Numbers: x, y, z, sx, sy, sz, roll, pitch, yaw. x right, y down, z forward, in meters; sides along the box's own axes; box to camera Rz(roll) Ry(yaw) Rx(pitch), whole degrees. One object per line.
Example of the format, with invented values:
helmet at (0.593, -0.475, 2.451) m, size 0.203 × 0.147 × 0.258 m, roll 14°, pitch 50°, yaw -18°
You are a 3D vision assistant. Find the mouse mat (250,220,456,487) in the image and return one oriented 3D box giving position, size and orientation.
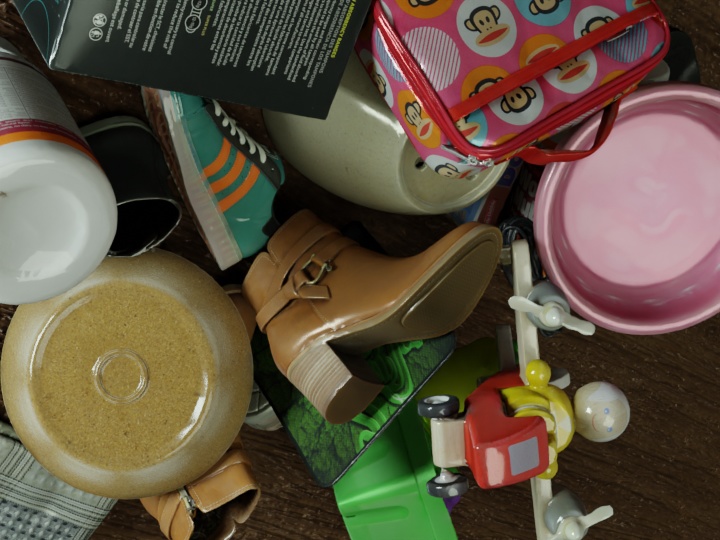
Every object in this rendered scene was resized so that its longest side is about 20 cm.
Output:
mouse mat at (-0.017, 0.062, 1.058) m, size 0.161 × 0.200 × 0.008 m, roll -49°, pitch 132°, yaw 8°

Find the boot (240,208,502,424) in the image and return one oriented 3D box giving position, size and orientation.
boot at (0.000, 0.000, 1.000) m, size 0.200 × 0.155 × 0.074 m, roll -43°, pitch 143°, yaw 6°

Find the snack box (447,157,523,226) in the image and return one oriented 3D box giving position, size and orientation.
snack box at (0.120, -0.130, 1.090) m, size 0.024 × 0.072 × 0.201 m, roll 7°, pitch 118°, yaw -33°

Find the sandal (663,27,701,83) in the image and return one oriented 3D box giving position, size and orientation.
sandal at (0.302, -0.134, 1.210) m, size 0.075 × 0.045 × 0.201 m, roll -33°, pitch 132°, yaw -6°

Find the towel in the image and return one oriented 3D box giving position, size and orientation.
towel at (-0.324, 0.220, 1.104) m, size 0.193 × 0.035 × 0.200 m, roll -49°, pitch 131°, yaw 9°

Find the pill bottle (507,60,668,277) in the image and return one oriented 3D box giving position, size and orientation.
pill bottle at (0.194, -0.091, 1.124) m, size 0.109 × 0.110 × 0.201 m, roll -6°, pitch 124°, yaw -26°

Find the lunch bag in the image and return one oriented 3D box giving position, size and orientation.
lunch bag at (0.109, -0.153, 0.902) m, size 0.199 × 0.177 × 0.082 m, roll -30°, pitch 176°, yaw -20°

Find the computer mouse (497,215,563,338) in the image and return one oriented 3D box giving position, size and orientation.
computer mouse at (0.207, -0.038, 1.057) m, size 0.199 × 0.044 × 0.110 m, roll -32°, pitch 112°, yaw 5°

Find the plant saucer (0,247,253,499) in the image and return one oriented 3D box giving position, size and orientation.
plant saucer at (-0.183, 0.081, 1.007) m, size 0.199 × 0.035 × 0.202 m, roll 0°, pitch 92°, yaw -2°

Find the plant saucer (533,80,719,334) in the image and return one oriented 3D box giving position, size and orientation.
plant saucer at (0.227, -0.051, 1.003) m, size 0.199 × 0.051 × 0.202 m, roll -3°, pitch 112°, yaw -8°

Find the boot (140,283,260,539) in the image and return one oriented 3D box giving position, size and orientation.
boot at (-0.123, 0.125, 1.070) m, size 0.076 × 0.155 × 0.200 m, roll 27°, pitch 106°, yaw -41°

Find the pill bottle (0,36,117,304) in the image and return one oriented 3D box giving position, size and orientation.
pill bottle at (-0.235, -0.075, 0.837) m, size 0.109 × 0.200 × 0.110 m, roll -15°, pitch 128°, yaw -20°

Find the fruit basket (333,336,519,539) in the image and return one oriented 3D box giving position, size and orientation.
fruit basket at (0.067, 0.143, 1.163) m, size 0.215 × 0.216 × 0.156 m, roll -27°, pitch 131°, yaw -11°

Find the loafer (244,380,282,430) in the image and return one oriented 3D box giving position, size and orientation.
loafer at (-0.027, 0.073, 1.158) m, size 0.199 × 0.072 × 0.063 m, roll -35°, pitch 146°, yaw 5°

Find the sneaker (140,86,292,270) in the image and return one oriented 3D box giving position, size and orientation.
sneaker at (-0.106, -0.090, 0.993) m, size 0.080 × 0.071 × 0.201 m, roll -28°, pitch 139°, yaw -11°

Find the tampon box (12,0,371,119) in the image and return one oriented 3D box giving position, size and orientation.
tampon box at (-0.111, -0.201, 0.854) m, size 0.199 × 0.150 × 0.127 m, roll 7°, pitch 118°, yaw -33°

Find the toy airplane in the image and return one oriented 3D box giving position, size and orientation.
toy airplane at (0.138, 0.107, 0.992) m, size 0.140 × 0.200 × 0.200 m, roll -3°, pitch 145°, yaw 22°

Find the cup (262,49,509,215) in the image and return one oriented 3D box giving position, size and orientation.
cup at (0.040, -0.123, 1.002) m, size 0.199 × 0.143 × 0.201 m, roll -15°, pitch 127°, yaw -20°

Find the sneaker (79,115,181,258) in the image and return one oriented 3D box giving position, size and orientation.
sneaker at (-0.229, -0.035, 0.929) m, size 0.199 × 0.106 × 0.075 m, roll -28°, pitch 131°, yaw -4°
